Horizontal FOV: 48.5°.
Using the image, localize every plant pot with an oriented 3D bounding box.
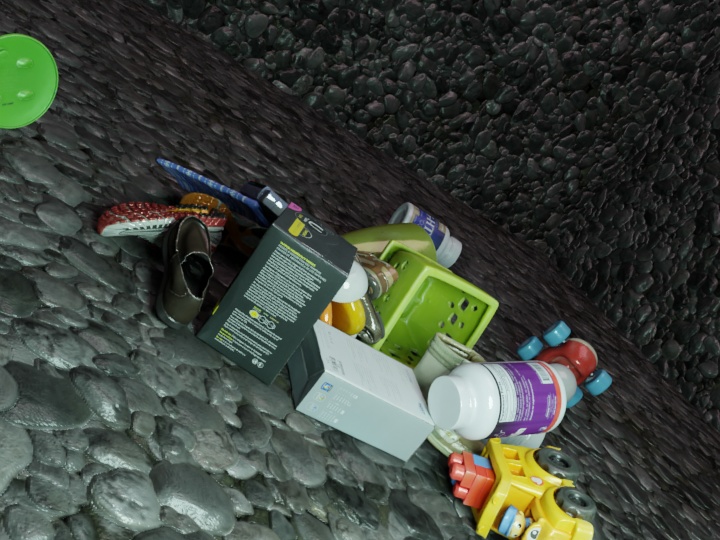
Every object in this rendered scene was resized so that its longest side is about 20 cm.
[{"bbox_3d":[0.021,-0.012,1.626,0.200,0.188,0.187,3,34,-40],"label":"plant pot"},{"bbox_3d":[0.102,0.069,1.504,0.199,0.200,0.181,26,12,-34],"label":"plant pot"}]

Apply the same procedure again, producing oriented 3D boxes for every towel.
[{"bbox_3d":[-0.252,-0.132,1.408,0.199,0.024,0.145,25,-9,10],"label":"towel"}]

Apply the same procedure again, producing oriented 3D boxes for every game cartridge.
[{"bbox_3d":[-0.145,-0.105,1.422,0.130,0.038,0.200,46,-7,-22],"label":"game cartridge"}]

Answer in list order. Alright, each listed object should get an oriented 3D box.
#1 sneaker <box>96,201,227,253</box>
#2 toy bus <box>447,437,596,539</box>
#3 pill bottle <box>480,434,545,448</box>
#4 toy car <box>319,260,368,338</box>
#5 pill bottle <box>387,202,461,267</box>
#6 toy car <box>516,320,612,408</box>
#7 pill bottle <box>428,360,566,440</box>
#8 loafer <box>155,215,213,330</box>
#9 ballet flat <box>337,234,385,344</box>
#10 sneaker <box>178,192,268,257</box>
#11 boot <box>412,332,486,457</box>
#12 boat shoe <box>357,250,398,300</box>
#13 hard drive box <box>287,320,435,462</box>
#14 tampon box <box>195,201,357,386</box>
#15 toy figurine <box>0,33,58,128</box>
[{"bbox_3d":[-0.299,-0.055,1.212,0.199,0.082,0.078,2,21,-35],"label":"sneaker"},{"bbox_3d":[0.215,0.330,1.138,0.191,0.136,0.200,19,20,-10],"label":"toy bus"},{"bbox_3d":[0.220,0.243,1.395,0.200,0.114,0.114,34,16,-12],"label":"pill bottle"},{"bbox_3d":[-0.088,0.040,1.295,0.150,0.175,0.200,-23,54,-29],"label":"toy car"},{"bbox_3d":[0.181,-0.092,2.251,0.200,0.120,0.120,31,17,-19],"label":"pill bottle"},{"bbox_3d":[0.442,0.255,1.837,0.184,0.177,0.200,50,45,0],"label":"toy car"},{"bbox_3d":[0.202,0.192,1.189,0.199,0.113,0.113,2,33,-32],"label":"pill bottle"},{"bbox_3d":[-0.233,-0.007,1.120,0.073,0.071,0.200,36,34,-36],"label":"loafer"},{"bbox_3d":[-0.016,0.034,1.372,0.046,0.067,0.201,-19,85,-29],"label":"ballet flat"},{"bbox_3d":[-0.234,-0.069,1.429,0.200,0.076,0.092,31,-6,-7],"label":"sneaker"},{"bbox_3d":[0.161,0.211,1.281,0.200,0.155,0.072,37,17,8],"label":"boot"},{"bbox_3d":[0.000,0.000,1.462,0.074,0.076,0.200,-25,29,-23],"label":"boat shoe"},{"bbox_3d":[-0.003,0.174,1.186,0.200,0.077,0.156,30,18,-22],"label":"hard drive box"},{"bbox_3d":[-0.115,0.028,1.135,0.126,0.200,0.150,35,15,-6],"label":"tampon box"},{"bbox_3d":[-0.619,-0.323,1.266,0.184,0.151,0.200,30,36,30],"label":"toy figurine"}]
